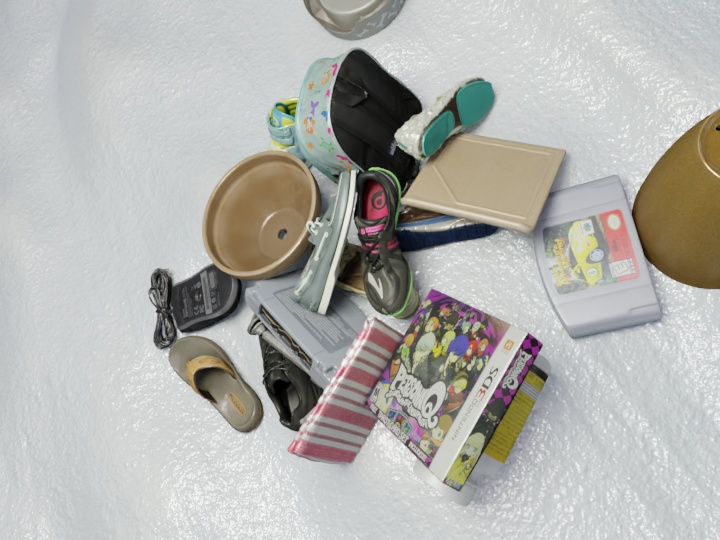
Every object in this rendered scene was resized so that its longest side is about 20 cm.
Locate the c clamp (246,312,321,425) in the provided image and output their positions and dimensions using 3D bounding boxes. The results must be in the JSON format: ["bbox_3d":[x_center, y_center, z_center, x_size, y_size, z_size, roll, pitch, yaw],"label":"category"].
[{"bbox_3d":[-0.086,0.105,0.835,0.199,0.169,0.028,37,133,26],"label":"c clamp"}]

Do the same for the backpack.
[{"bbox_3d":[-0.010,-0.221,0.873,0.148,0.199,0.182,6,75,37],"label":"backpack"}]

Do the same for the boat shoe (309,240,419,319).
[{"bbox_3d":[0.000,0.000,0.872,0.197,0.063,0.074,27,80,25],"label":"boat shoe"}]

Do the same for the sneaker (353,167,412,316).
[{"bbox_3d":[0.020,-0.039,0.788,0.075,0.083,0.206,-12,81,24],"label":"sneaker"}]

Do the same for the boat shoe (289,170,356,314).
[{"bbox_3d":[-0.050,-0.042,0.805,0.060,0.073,0.205,15,102,1],"label":"boat shoe"}]

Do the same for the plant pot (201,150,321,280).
[{"bbox_3d":[-0.138,-0.073,0.909,0.196,0.093,0.206,-9,67,21],"label":"plant pot"}]

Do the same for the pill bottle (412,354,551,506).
[{"bbox_3d":[0.147,0.180,0.733,0.110,0.111,0.203,26,84,26],"label":"pill bottle"}]

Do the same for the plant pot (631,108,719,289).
[{"bbox_3d":[0.416,-0.097,0.668,0.182,0.200,0.191,-6,71,20],"label":"plant pot"}]

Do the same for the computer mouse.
[{"bbox_3d":[-0.266,0.045,0.974,0.196,0.052,0.142,-17,73,27],"label":"computer mouse"}]

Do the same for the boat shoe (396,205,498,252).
[{"bbox_3d":[0.100,-0.077,0.862,0.194,0.073,0.074,-6,66,9],"label":"boat shoe"}]

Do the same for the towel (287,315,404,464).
[{"bbox_3d":[-0.006,0.163,0.780,0.030,0.146,0.203,29,85,33],"label":"towel"}]

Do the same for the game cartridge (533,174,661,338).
[{"bbox_3d":[0.302,-0.019,0.779,0.130,0.041,0.205,-16,68,20],"label":"game cartridge"}]

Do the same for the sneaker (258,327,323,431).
[{"bbox_3d":[-0.110,0.141,0.857,0.075,0.090,0.203,-35,63,13],"label":"sneaker"}]

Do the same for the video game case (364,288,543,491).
[{"bbox_3d":[0.101,0.129,0.702,0.184,0.035,0.199,-58,27,-2],"label":"video game case"}]

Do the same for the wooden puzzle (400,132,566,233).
[{"bbox_3d":[0.174,-0.126,0.819,0.181,0.038,0.201,16,47,24],"label":"wooden puzzle"}]

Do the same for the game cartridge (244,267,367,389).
[{"bbox_3d":[-0.060,0.075,0.841,0.200,0.132,0.041,42,133,30],"label":"game cartridge"}]

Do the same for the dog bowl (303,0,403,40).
[{"bbox_3d":[-0.005,-0.503,1.039,0.195,0.059,0.206,-6,72,20],"label":"dog bowl"}]

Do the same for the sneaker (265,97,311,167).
[{"bbox_3d":[-0.136,-0.200,0.953,0.200,0.130,0.080,-47,64,3],"label":"sneaker"}]

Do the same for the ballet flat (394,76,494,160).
[{"bbox_3d":[0.121,-0.232,0.864,0.071,0.073,0.199,33,54,26],"label":"ballet flat"}]

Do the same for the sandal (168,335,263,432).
[{"bbox_3d":[-0.233,0.173,0.911,0.200,0.054,0.082,43,95,23],"label":"sandal"}]
